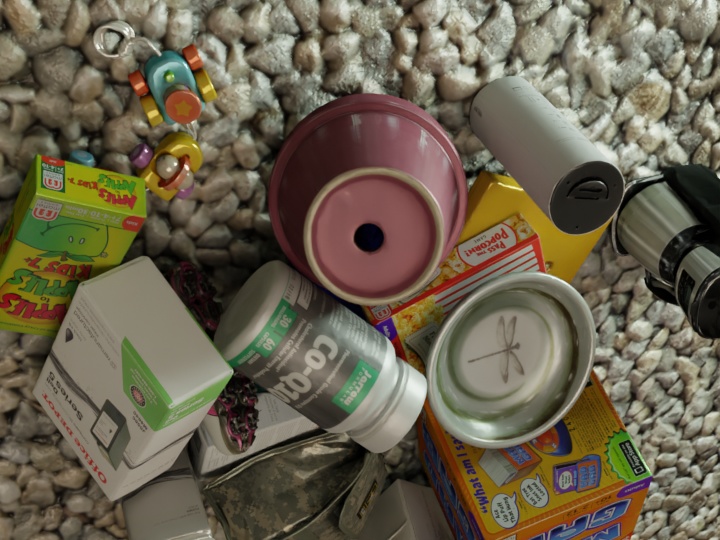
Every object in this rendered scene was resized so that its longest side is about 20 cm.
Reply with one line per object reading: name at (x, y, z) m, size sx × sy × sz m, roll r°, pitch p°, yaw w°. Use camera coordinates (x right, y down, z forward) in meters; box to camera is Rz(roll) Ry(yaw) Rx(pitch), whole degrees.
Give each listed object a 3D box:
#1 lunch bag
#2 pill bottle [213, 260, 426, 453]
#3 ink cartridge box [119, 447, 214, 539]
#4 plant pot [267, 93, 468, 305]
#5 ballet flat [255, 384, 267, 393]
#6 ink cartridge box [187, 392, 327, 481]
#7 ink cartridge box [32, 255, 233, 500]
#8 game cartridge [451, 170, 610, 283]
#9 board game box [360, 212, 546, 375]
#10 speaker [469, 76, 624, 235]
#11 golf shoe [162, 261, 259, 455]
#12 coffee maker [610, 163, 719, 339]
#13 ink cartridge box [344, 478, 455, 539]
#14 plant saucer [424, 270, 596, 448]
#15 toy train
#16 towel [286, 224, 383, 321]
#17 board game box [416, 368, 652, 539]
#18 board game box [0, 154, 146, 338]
lunch bag at (-0.056, 0.258, 1.312) m, size 0.199 × 0.118 × 0.164 m, roll -29°, pitch 159°, yaw -3°
pill bottle at (-0.037, 0.089, 1.139) m, size 0.199 × 0.113 × 0.113 m, roll 36°, pitch 104°, yaw -19°
ink cartridge box at (-0.209, 0.270, 1.232) m, size 0.082 × 0.200 × 0.148 m, roll -13°, pitch 126°, yaw -14°
plant pot at (0.010, -0.055, 1.085) m, size 0.197 × 0.179 × 0.202 m, roll -1°, pitch 108°, yaw -2°
ballet flat at (-0.096, 0.118, 1.264) m, size 0.198 × 0.068 × 0.067 m, roll 6°, pitch 161°, yaw -12°
ink cartridge box at (-0.088, 0.164, 1.264) m, size 0.198 × 0.051 × 0.162 m, roll -19°, pitch 163°, yaw -18°
ink cartridge box at (-0.224, 0.108, 1.106) m, size 0.084 × 0.146 × 0.200 m, roll -28°, pitch 162°, yaw -42°
game cartridge at (0.169, -0.018, 1.283) m, size 0.198 × 0.033 × 0.177 m, roll 10°, pitch 121°, yaw -36°
board game box at (0.109, 0.045, 1.246) m, size 0.199 × 0.046 × 0.152 m, roll -28°, pitch 137°, yaw -6°
speaker at (0.181, -0.118, 1.139) m, size 0.080 × 0.200 × 0.082 m, roll -10°, pitch 125°, yaw -15°
golf shoe at (-0.168, 0.098, 1.164) m, size 0.092 × 0.202 × 0.072 m, roll -29°, pitch 167°, yaw 24°
coffee maker at (0.408, -0.031, 1.291) m, size 0.191 × 0.200 × 0.135 m, roll -30°, pitch 129°, yaw -1°
ink cartridge box at (0.080, 0.361, 1.446) m, size 0.199 × 0.126 × 0.129 m, roll 23°, pitch 123°, yaw -32°
plant saucer at (0.152, 0.089, 1.218) m, size 0.198 × 0.050 × 0.202 m, roll -8°, pitch 112°, yaw -19°
toy train at (-0.211, -0.121, 1.067) m, size 0.149 × 0.056 × 0.202 m, roll 8°, pitch 118°, yaw -27°
towel at (0.000, 0.000, 1.238) m, size 0.147 × 0.050 × 0.201 m, roll 28°, pitch 108°, yaw -33°
board game box at (0.192, 0.228, 1.336) m, size 0.198 × 0.201 × 0.201 m, roll -19°, pitch 148°, yaw -8°
board game box at (-0.282, -0.015, 1.070) m, size 0.101 × 0.048 × 0.200 m, roll 11°, pitch 138°, yaw -28°
